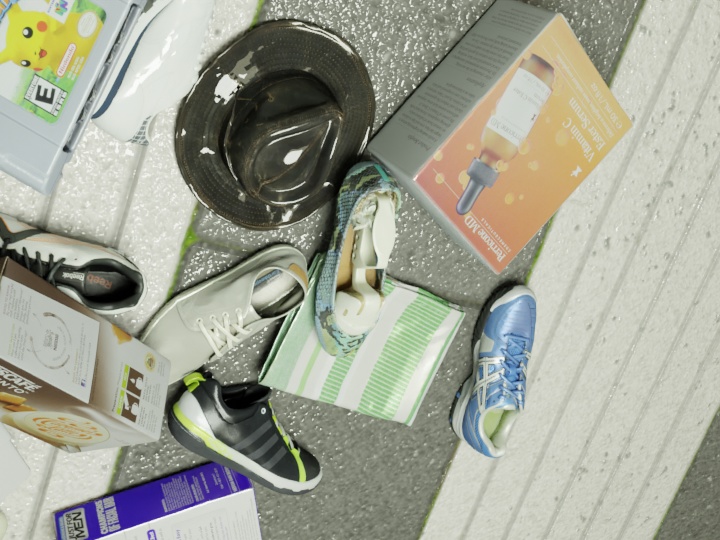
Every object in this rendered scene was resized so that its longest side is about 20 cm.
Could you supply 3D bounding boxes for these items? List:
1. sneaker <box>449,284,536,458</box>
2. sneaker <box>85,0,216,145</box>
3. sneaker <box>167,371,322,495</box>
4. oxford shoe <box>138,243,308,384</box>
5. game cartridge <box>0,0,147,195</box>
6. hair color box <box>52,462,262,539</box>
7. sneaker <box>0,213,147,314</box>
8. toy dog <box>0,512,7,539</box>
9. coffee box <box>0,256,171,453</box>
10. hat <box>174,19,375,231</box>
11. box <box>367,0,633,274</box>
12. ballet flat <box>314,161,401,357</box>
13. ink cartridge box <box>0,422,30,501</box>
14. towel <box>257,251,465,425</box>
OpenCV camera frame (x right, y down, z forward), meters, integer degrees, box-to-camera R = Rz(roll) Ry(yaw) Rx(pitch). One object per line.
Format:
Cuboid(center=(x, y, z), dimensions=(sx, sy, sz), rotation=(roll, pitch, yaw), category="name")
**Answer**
Cuboid(center=(0.163, 0.115, 1.064), dimensions=(0.074, 0.077, 0.204), rotation=(4, 110, -24), category="sneaker")
Cuboid(center=(-0.158, -0.199, 0.784), dimensions=(0.080, 0.077, 0.201), rotation=(28, 106, -40), category="sneaker")
Cuboid(center=(-0.102, 0.162, 0.965), dimensions=(0.199, 0.072, 0.084), rotation=(31, 95, -36), category="sneaker")
Cuboid(center=(-0.132, 0.047, 0.910), dimensions=(0.198, 0.058, 0.076), rotation=(-34, 126, -4), category="oxford shoe")
Cuboid(center=(-0.252, -0.178, 0.727), dimensions=(0.132, 0.040, 0.202), rotation=(28, 97, 5), category="game cartridge")
Cuboid(center=(-0.203, 0.277, 0.977), dimensions=(0.197, 0.065, 0.111), rotation=(-15, 121, -18), category="hair color box")
Cuboid(center=(-0.271, -0.005, 0.801), dimensions=(0.197, 0.080, 0.075), rotation=(9, 89, -29), category="sneaker")
Cuboid(center=(-0.388, 0.332, 0.830), dimensions=(0.138, 0.200, 0.195), rotation=(26, 105, -40), category="toy dog")
Cuboid(center=(-0.266, 0.079, 0.792), dimensions=(0.113, 0.081, 0.200), rotation=(-12, 146, 26), category="coffee box")
Cuboid(center=(-0.064, -0.118, 0.851), dimensions=(0.197, 0.081, 0.204), rotation=(-9, 115, -20), category="hat")
Cuboid(center=(0.135, -0.130, 0.918), dimensions=(0.200, 0.106, 0.152), rotation=(-48, 123, 0), category="box")
Cuboid(center=(0.000, 0.000, 0.907), dimensions=(0.073, 0.074, 0.204), rotation=(-3, 111, -23), category="ballet flat")
Cuboid(center=(-0.383, 0.130, 0.805), dimensions=(0.116, 0.066, 0.202), rotation=(-41, 126, -31), category="ink cartridge box")
Cuboid(center=(0.007, 0.076, 0.994), dimensions=(0.198, 0.023, 0.155), rotation=(21, 98, -34), category="towel")
